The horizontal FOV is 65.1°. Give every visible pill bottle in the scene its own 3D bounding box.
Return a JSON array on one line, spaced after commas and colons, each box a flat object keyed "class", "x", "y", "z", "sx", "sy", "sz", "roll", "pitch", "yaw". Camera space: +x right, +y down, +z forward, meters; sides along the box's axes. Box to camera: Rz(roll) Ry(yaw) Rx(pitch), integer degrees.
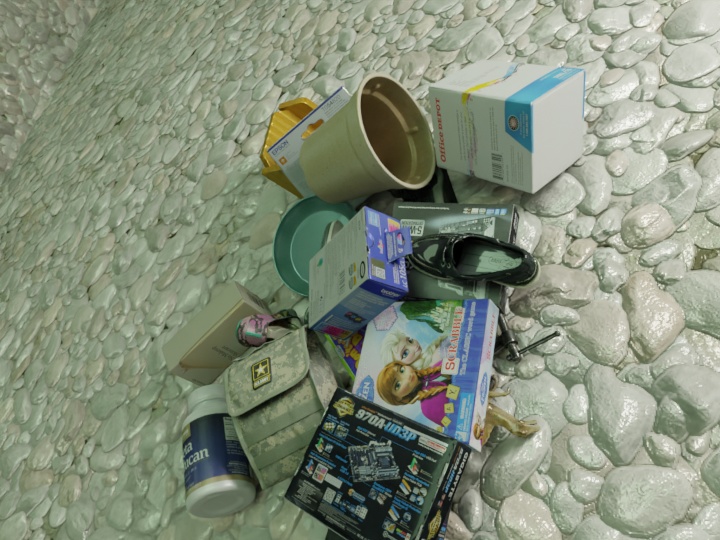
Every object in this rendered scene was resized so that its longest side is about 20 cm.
[{"class": "pill bottle", "x": -0.247, "y": 0.301, "z": 0.962, "sx": 0.111, "sy": 0.111, "sz": 0.201, "roll": -32, "pitch": 48, "yaw": 14}]

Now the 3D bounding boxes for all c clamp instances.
[{"class": "c clamp", "x": 0.188, "y": 0.065, "z": 0.870, "sx": 0.170, "sy": 0.027, "sz": 0.201, "roll": -36, "pitch": 49, "yaw": 18}]

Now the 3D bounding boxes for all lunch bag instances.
[{"class": "lunch bag", "x": -0.113, "y": 0.203, "z": 0.876, "sx": 0.163, "sy": 0.117, "sz": 0.201, "roll": -30, "pitch": 82, "yaw": 16}]

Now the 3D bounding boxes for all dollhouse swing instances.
[{"class": "dollhouse swing", "x": -0.079, "y": -0.276, "z": 1.189, "sx": 0.175, "sy": 0.181, "sz": 0.201, "roll": -23, "pitch": 48, "yaw": 44}]

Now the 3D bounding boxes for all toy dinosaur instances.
[{"class": "toy dinosaur", "x": 0.142, "y": 0.199, "z": 0.790, "sx": 0.199, "sy": 0.058, "sz": 0.102, "roll": -14, "pitch": 56, "yaw": 28}]

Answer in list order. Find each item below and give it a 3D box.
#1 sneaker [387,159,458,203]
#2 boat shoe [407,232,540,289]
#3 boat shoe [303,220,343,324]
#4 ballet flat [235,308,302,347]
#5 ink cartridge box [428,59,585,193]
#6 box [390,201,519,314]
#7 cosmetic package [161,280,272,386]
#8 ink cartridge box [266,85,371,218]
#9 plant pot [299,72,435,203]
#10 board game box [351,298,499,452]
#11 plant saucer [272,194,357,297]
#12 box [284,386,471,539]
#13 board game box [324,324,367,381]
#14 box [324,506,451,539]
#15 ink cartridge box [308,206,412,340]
[{"class": "sneaker", "x": 0.110, "y": -0.135, "z": 1.020, "sx": 0.114, "sy": 0.076, "sz": 0.200, "roll": -28, "pitch": 46, "yaw": 19}, {"class": "boat shoe", "x": 0.150, "y": -0.020, "z": 0.799, "sx": 0.198, "sy": 0.066, "sz": 0.075, "roll": 18, "pitch": 81, "yaw": 30}, {"class": "boat shoe", "x": -0.067, "y": 0.009, "z": 1.012, "sx": 0.061, "sy": 0.073, "sz": 0.202, "roll": 4, "pitch": 88, "yaw": 31}, {"class": "ballet flat", "x": -0.140, "y": 0.106, "z": 0.981, "sx": 0.071, "sy": 0.200, "sz": 0.070, "roll": 15, "pitch": 93, "yaw": 18}, {"class": "ink cartridge box", "x": 0.235, "y": -0.242, "z": 0.918, "sx": 0.146, "sy": 0.147, "sz": 0.199, "roll": -35, "pitch": 41, "yaw": -27}, {"class": "box", "x": 0.134, "y": -0.024, "z": 0.877, "sx": 0.199, "sy": 0.050, "sz": 0.159, "roll": 6, "pitch": 74, "yaw": 28}, {"class": "cosmetic package", "x": -0.276, "y": 0.126, "z": 1.103, "sx": 0.200, "sy": 0.103, "sz": 0.073, "roll": -44, "pitch": 47, "yaw": 5}, {"class": "ink cartridge box", "x": -0.047, "y": -0.219, "z": 1.109, "sx": 0.199, "sy": 0.200, "sz": 0.041, "roll": -37, "pitch": 14, "yaw": 9}, {"class": "plant pot", "x": -0.001, "y": -0.206, "z": 0.984, "sx": 0.183, "sy": 0.200, "sz": 0.202, "roll": -20, "pitch": 51, "yaw": 40}, {"class": "board game box", "x": 0.085, "y": 0.140, "z": 0.800, "sx": 0.198, "sy": 0.041, "sz": 0.201, "roll": -5, "pitch": 60, "yaw": 36}, {"class": "plant saucer", "x": -0.077, "y": -0.046, "z": 1.085, "sx": 0.199, "sy": 0.036, "sz": 0.202, "roll": -5, "pitch": 79, "yaw": 24}, {"class": "box", "x": 0.016, "y": 0.254, "z": 0.703, "sx": 0.199, "sy": 0.046, "sz": 0.160, "roll": 13, "pitch": 69, "yaw": 39}, {"class": "board game box", "x": 0.036, "y": 0.123, "z": 0.915, "sx": 0.134, "sy": 0.045, "sz": 0.200, "roll": -45, "pitch": 44, "yaw": 5}, {"class": "box", "x": 0.038, "y": 0.333, "z": 0.743, "sx": 0.122, "sy": 0.106, "sz": 0.201, "roll": 1, "pitch": 63, "yaw": 36}, {"class": "ink cartridge box", "x": 0.000, "y": 0.000, "z": 0.863, "sx": 0.200, "sy": 0.076, "sz": 0.137, "roll": -43, "pitch": 39, "yaw": 43}]
